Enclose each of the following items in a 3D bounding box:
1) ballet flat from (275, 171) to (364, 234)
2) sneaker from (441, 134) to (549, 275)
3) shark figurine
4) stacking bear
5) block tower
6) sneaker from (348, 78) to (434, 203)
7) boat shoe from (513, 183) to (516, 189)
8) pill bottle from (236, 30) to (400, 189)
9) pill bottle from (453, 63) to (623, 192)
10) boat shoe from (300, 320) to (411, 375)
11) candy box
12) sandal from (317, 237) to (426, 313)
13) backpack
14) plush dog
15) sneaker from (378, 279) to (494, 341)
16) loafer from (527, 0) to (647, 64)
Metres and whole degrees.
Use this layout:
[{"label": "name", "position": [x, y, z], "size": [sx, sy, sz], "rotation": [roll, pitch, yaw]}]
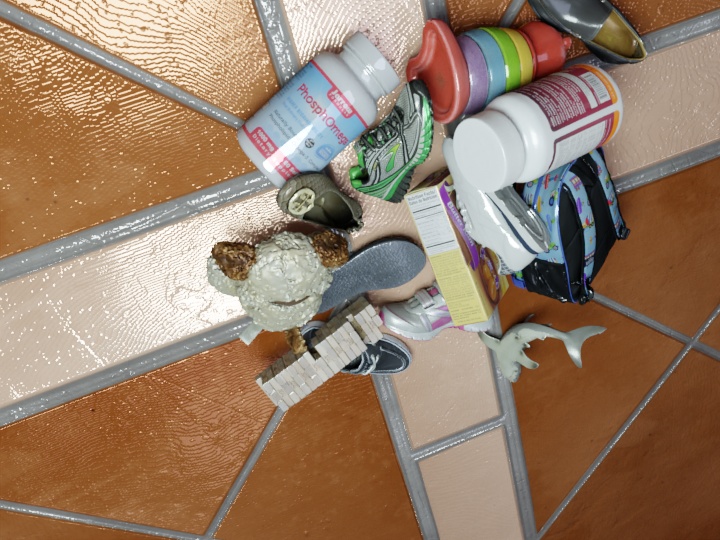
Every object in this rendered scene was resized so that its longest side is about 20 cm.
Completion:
[{"label": "ballet flat", "position": [-0.044, -0.080, 0.851], "size": [0.067, 0.046, 0.200], "rotation": [-40, 160, 13]}, {"label": "sneaker", "position": [0.160, -0.088, 0.859], "size": [0.076, 0.201, 0.080], "rotation": [-22, 166, -48]}, {"label": "shark figurine", "position": [0.287, 0.104, 1.082], "size": [0.128, 0.214, 0.090], "rotation": [47, 56, -3]}, {"label": "stacking bear", "position": [0.179, -0.268, 0.847], "size": [0.199, 0.114, 0.122], "rotation": [-20, 166, -20]}, {"label": "block tower", "position": [-0.056, 0.122, 0.945], "size": [0.199, 0.058, 0.054], "rotation": [-37, 106, -3]}, {"label": "sneaker", "position": [0.039, -0.162, 0.846], "size": [0.084, 0.078, 0.200], "rotation": [6, 142, -16]}, {"label": "boat shoe", "position": [0.192, -0.092, 0.977], "size": [0.073, 0.063, 0.202], "rotation": [-39, 136, -38]}, {"label": "pill bottle", "position": [-0.050, -0.197, 0.813], "size": [0.200, 0.109, 0.109], "rotation": [-42, 121, 7]}, {"label": "pill bottle", "position": [0.217, -0.174, 0.799], "size": [0.199, 0.109, 0.110], "rotation": [-26, 124, -24]}, {"label": "boat shoe", "position": [-0.001, 0.135, 1.028], "size": [0.199, 0.068, 0.072], "rotation": [20, 110, -25]}, {"label": "candy box", "position": [0.139, -0.038, 0.916], "size": [0.056, 0.117, 0.201], "rotation": [-13, 106, 33]}, {"label": "sandal", "position": [-0.001, 0.000, 0.979], "size": [0.199, 0.043, 0.077], "rotation": [-19, 114, 5]}, {"label": "backpack", "position": [0.286, -0.079, 0.934], "size": [0.183, 0.134, 0.201], "rotation": [-49, 133, -27]}, {"label": "plush dog", "position": [-0.101, 0.011, 0.849], "size": [0.198, 0.162, 0.172], "rotation": [-10, 156, -10]}, {"label": "sneaker", "position": [0.121, 0.049, 1.019], "size": [0.198, 0.081, 0.089], "rotation": [-7, 117, -22]}, {"label": "loafer", "position": [0.307, -0.339, 0.867], "size": [0.199, 0.072, 0.073], "rotation": [20, 111, -24]}]
